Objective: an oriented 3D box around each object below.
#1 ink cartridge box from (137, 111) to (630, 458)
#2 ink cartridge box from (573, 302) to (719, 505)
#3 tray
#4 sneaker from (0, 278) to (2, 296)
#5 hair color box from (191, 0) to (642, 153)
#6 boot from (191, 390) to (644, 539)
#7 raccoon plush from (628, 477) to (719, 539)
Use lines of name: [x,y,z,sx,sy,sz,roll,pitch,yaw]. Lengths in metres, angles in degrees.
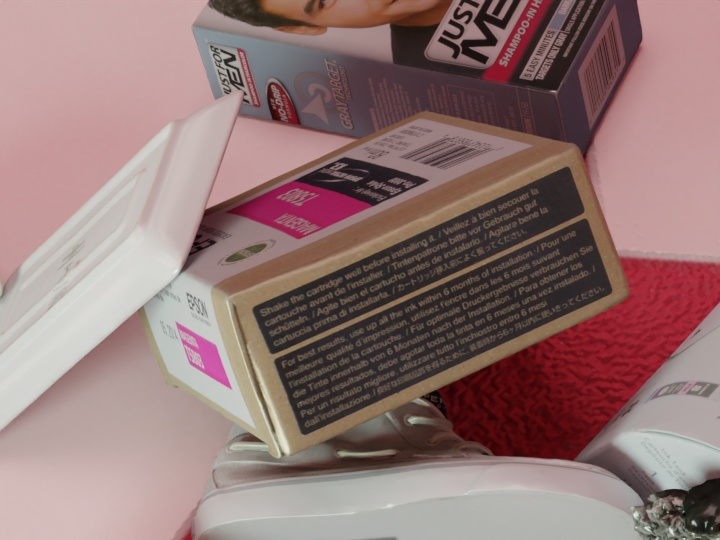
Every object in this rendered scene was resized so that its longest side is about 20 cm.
ink cartridge box: [0.000,0.000,1.175,0.164,0.076,0.200,-23,14,-14]
ink cartridge box: [0.182,0.021,1.104,0.057,0.200,0.163,45,66,4]
tray: [-0.123,-0.001,1.223,0.200,0.022,0.108,-39,27,45]
sneaker: [-0.251,0.040,1.267,0.200,0.067,0.090,-40,34,-25]
hair color box: [0.028,-0.117,1.353,0.199,0.061,0.099,12,52,25]
boot: [0.028,0.080,1.160,0.199,0.074,0.096,-2,46,18]
raccoon plush: [0.183,0.153,1.052,0.199,0.097,0.135,-1,70,-1]
